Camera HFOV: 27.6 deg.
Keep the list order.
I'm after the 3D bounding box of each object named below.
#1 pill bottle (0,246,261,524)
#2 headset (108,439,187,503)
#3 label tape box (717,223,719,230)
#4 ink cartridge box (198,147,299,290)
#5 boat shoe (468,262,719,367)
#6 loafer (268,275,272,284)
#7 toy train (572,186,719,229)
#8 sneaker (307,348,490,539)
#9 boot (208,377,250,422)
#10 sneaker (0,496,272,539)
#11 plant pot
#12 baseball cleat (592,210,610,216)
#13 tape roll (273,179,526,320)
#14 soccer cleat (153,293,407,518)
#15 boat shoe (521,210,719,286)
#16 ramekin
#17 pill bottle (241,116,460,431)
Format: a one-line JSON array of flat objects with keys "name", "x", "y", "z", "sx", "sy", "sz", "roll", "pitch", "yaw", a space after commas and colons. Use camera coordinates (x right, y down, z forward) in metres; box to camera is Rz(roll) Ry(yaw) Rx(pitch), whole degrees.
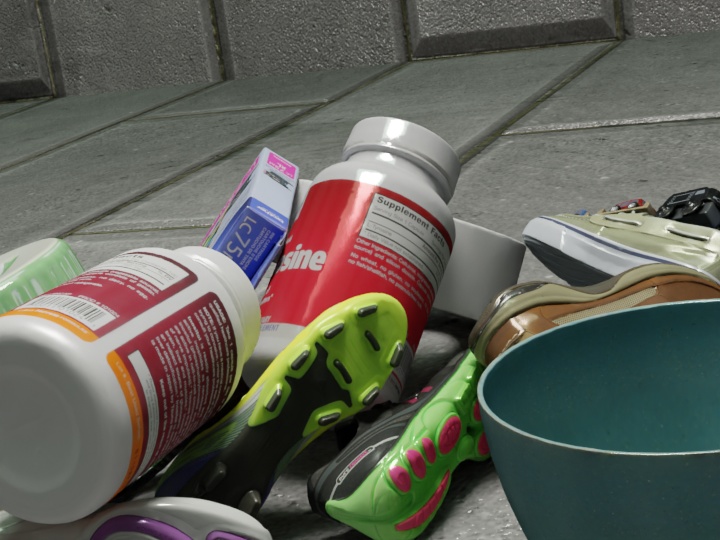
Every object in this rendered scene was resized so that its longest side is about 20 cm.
[{"name": "pill bottle", "x": -0.135, "y": 0.054, "z": 0.834, "sx": 0.112, "sy": 0.114, "sz": 0.200, "roll": -2, "pitch": 15, "yaw": 23}, {"name": "headset", "x": -0.184, "y": 0.112, "z": 0.936, "sx": 0.199, "sy": 0.125, "sz": 0.094, "roll": -32, "pitch": 38, "yaw": -22}, {"name": "label tape box", "x": 0.345, "y": -0.019, "z": 1.114, "sx": 0.142, "sy": 0.064, "sz": 0.200, "roll": -6, "pitch": 0, "yaw": 10}, {"name": "ink cartridge box", "x": -0.095, "y": -0.011, "z": 1.079, "sx": 0.042, "sy": 0.120, "sz": 0.200, "roll": 31, "pitch": 17, "yaw": -12}, {"name": "boat shoe", "x": 0.162, "y": 0.050, "z": 0.931, "sx": 0.198, "sy": 0.076, "sz": 0.074, "roll": -8, "pitch": 44, "yaw": -31}, {"name": "loafer", "x": -0.022, "y": 0.044, "z": 1.144, "sx": 0.075, "sy": 0.068, "sz": 0.199, "roll": 19, "pitch": -4, "yaw": -26}, {"name": "toy train", "x": 0.210, "y": -0.037, "z": 1.155, "sx": 0.046, "sy": 0.034, "sz": 0.199, "roll": -46, "pitch": 20, "yaw": -30}, {"name": "sneaker", "x": 0.030, "y": 0.099, "z": 0.915, "sx": 0.083, "sy": 0.078, "sz": 0.200, "roll": 4, "pitch": 18, "yaw": 27}, {"name": "boot", "x": -0.113, "y": 0.099, "z": 1.066, "sx": 0.198, "sy": 0.073, "sz": 0.166, "roll": 4, "pitch": 32, "yaw": 37}, {"name": "sneaker", "x": -0.142, "y": 0.151, "z": 0.820, "sx": 0.197, "sy": 0.076, "sz": 0.100, "roll": -6, "pitch": 16, "yaw": 10}, {"name": "plant pot", "x": 0.161, "y": 0.108, "z": 0.686, "sx": 0.197, "sy": 0.137, "sz": 0.200, "roll": -9, "pitch": 14, "yaw": 2}, {"name": "baseball cleat", "x": 0.208, "y": -0.002, "z": 1.209, "sx": 0.106, "sy": 0.070, "sz": 0.200, "roll": -32, "pitch": 9, "yaw": -14}, {"name": "tape roll", "x": 0.031, "y": -0.013, "z": 1.184, "sx": 0.200, "sy": 0.072, "sz": 0.202, "roll": 15, "pitch": -1, "yaw": 0}, {"name": "soccer cleat", "x": -0.054, "y": 0.085, "z": 0.888, "sx": 0.200, "sy": 0.065, "sz": 0.084, "roll": -47, "pitch": 24, "yaw": -8}, {"name": "boat shoe", "x": 0.202, "y": -0.011, "z": 1.087, "sx": 0.062, "sy": 0.072, "sz": 0.199, "roll": -52, "pitch": 38, "yaw": -11}, {"name": "ramekin", "x": -0.283, "y": 0.057, "z": 1.113, "sx": 0.198, "sy": 0.099, "sz": 0.200, "roll": -24, "pitch": 13, "yaw": 6}, {"name": "pill bottle", "x": 0.000, "y": 0.000, "z": 1.008, "sx": 0.111, "sy": 0.112, "sz": 0.202, "roll": 2, "pitch": 59, "yaw": 36}]
